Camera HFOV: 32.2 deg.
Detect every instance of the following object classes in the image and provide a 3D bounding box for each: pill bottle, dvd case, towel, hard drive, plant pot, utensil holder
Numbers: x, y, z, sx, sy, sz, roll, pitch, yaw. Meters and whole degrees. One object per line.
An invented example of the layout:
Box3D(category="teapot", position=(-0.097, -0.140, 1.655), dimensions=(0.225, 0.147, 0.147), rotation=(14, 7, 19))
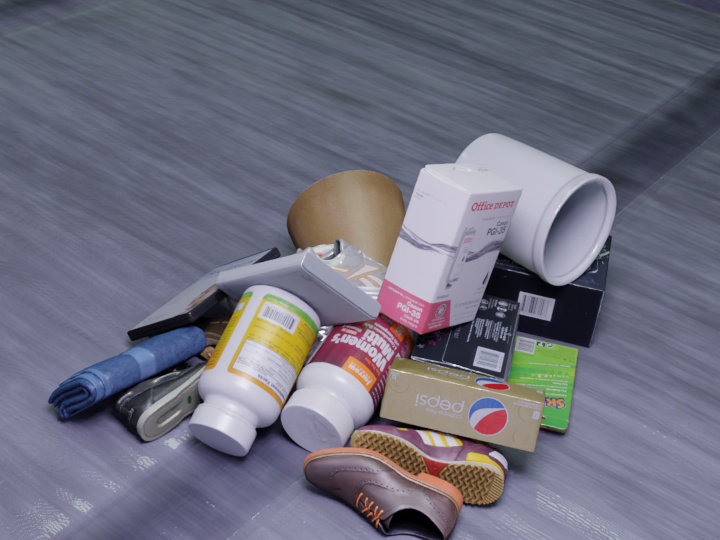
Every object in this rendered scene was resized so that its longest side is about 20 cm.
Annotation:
Box3D(category="pill bottle", position=(-0.138, 0.129, 1.585), dimensions=(0.111, 0.111, 0.201), rotation=(18, 63, 16))
Box3D(category="dvd case", position=(-0.217, 0.032, 1.742), dimensions=(0.142, 0.018, 0.200), rotation=(-18, 15, 43))
Box3D(category="towel", position=(-0.299, 0.126, 1.615), dimensions=(0.200, 0.111, 0.049), rotation=(-24, 88, -46))
Box3D(category="hard drive", position=(-0.084, 0.032, 1.622), dimensions=(0.200, 0.132, 0.027), rotation=(-12, 49, 51))
Box3D(category="plant pot", position=(0.000, -0.015, 1.868), dimensions=(0.186, 0.187, 0.201), rotation=(-3, 48, -17))
Box3D(category="utensil holder", position=(0.248, -0.096, 1.847), dimensions=(0.170, 0.171, 0.200), rotation=(-20, 38, -38))
Box3D(category="pill bottle", position=(-0.016, 0.139, 1.627), dimensions=(0.109, 0.110, 0.200), rotation=(20, 48, 19))

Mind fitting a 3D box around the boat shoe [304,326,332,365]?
Box3D(category="boat shoe", position=(-0.058, 0.090, 1.762), dimensions=(0.071, 0.070, 0.200), rotation=(-14, 39, -37))

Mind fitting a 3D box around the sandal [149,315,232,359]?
Box3D(category="sandal", position=(-0.201, 0.100, 1.739), dimensions=(0.199, 0.054, 0.080), rotation=(1, 23, 18))

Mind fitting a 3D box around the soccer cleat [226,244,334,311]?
Box3D(category="soccer cleat", position=(-0.097, 0.006, 1.777), dimensions=(0.199, 0.070, 0.078), rotation=(-20, 19, -4))

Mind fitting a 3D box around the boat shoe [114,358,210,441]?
Box3D(category="boat shoe", position=(-0.228, 0.148, 1.628), dimensions=(0.067, 0.072, 0.200), rotation=(29, 40, 32))

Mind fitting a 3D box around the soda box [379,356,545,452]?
Box3D(category="soda box", position=(0.129, 0.167, 1.571), dimensions=(0.199, 0.068, 0.064), rotation=(12, 12, 6))

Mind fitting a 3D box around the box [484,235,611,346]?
Box3D(category="box", position=(0.278, 0.008, 1.941), dimensions=(0.199, 0.105, 0.182), rotation=(13, 31, 8))

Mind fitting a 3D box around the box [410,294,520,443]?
Box3D(category="box", position=(0.139, 0.126, 1.709), dimensions=(0.132, 0.115, 0.200), rotation=(14, 32, 6))

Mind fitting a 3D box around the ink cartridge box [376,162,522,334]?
Box3D(category="ink cartridge box", position=(0.115, -0.031, 1.625), dimensions=(0.083, 0.201, 0.146), rotation=(30, 22, 29))

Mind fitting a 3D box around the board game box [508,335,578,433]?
Box3D(category="board game box", position=(0.251, 0.162, 1.759), dimensions=(0.095, 0.030, 0.200), rotation=(12, 29, 8))

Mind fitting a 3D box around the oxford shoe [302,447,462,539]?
Box3D(category="oxford shoe", position=(0.021, 0.269, 1.493), dimensions=(0.199, 0.071, 0.073), rotation=(14, 37, 9))

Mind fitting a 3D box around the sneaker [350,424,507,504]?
Box3D(category="sneaker", position=(0.086, 0.233, 1.573), dimensions=(0.199, 0.075, 0.090), rotation=(18, 23, 4))

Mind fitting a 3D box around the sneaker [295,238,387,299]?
Box3D(category="sneaker", position=(0.000, 0.000, 1.723), dimensions=(0.199, 0.092, 0.076), rotation=(-2, -4, -25))
